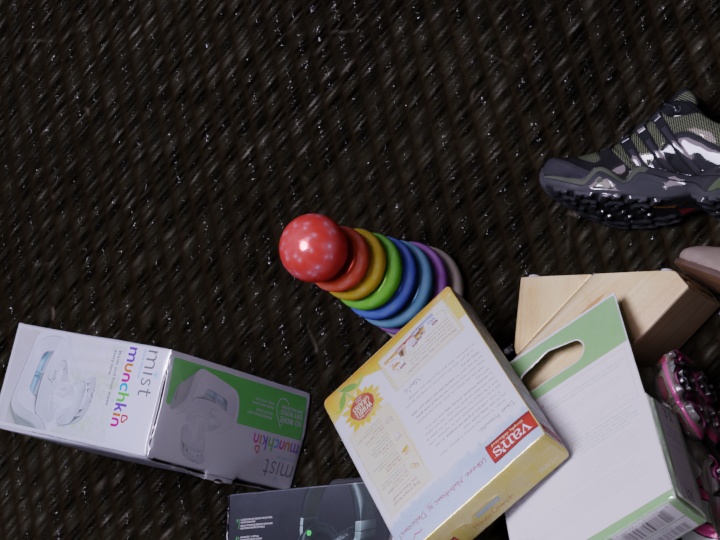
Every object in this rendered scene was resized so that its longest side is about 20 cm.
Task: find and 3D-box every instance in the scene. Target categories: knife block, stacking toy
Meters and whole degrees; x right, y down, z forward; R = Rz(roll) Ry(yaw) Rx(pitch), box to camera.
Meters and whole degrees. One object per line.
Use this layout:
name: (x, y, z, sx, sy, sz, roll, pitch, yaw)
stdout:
knife block: (0.174, 0.093, 1.653, 0.200, 0.064, 0.176, -3, 76, 33)
stacking toy: (0.000, 0.000, 1.712, 0.085, 0.200, 0.086, -10, 71, 32)

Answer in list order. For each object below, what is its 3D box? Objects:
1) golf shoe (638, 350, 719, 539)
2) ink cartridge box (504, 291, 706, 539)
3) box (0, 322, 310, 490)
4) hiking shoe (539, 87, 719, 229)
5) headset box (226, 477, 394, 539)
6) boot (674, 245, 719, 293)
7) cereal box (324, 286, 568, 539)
golf shoe: (0.242, 0.164, 1.583, 0.092, 0.073, 0.200, -33, 56, 25)
ink cartridge box: (0.168, 0.134, 1.578, 0.145, 0.048, 0.200, -36, 39, 25)
box: (-0.175, 0.121, 1.798, 0.176, 0.200, 0.097, 6, 80, 36)
hiking shoe: (0.240, -0.090, 1.664, 0.200, 0.076, 0.101, 1, 69, 25)
headset box: (-0.018, 0.265, 1.715, 0.174, 0.093, 0.200, -10, 71, 32)
boot: (0.349, -0.027, 1.571, 0.200, 0.070, 0.146, 27, 88, 33)
cereal box: (0.061, 0.121, 1.631, 0.144, 0.040, 0.200, -42, 39, 10)
